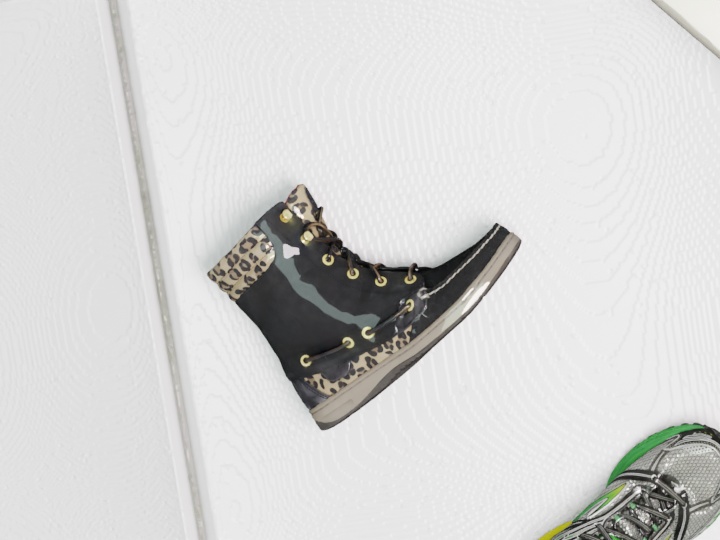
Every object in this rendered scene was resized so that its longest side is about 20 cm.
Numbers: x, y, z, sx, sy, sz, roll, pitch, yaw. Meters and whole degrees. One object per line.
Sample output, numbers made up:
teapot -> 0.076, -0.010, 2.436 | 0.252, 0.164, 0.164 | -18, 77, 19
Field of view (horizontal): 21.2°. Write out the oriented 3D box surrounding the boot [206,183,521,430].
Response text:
boot -> 0.000, 0.000, 1.373 | 0.200, 0.073, 0.151 | -42, 88, 18

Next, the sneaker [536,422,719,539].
sneaker -> 0.187, 0.188, 1.354 | 0.078, 0.085, 0.200 | 45, 102, 2

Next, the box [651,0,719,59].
box -> 0.259, -0.178, 1.291 | 0.200, 0.095, 0.078 | 41, 102, 2
